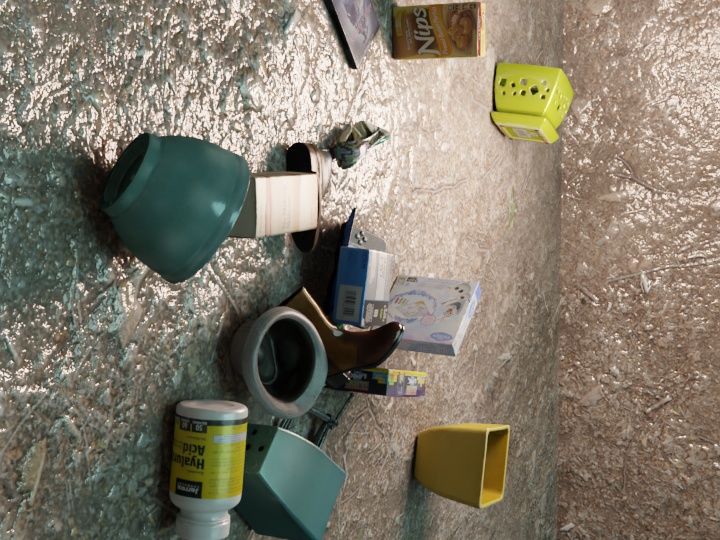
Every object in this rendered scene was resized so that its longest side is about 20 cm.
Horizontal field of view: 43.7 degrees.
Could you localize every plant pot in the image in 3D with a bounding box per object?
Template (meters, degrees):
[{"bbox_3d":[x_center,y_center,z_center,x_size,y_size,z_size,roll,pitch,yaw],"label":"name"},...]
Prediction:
[{"bbox_3d":[-0.261,-0.102,1.202,0.134,0.200,0.201,33,62,-31],"label":"plant pot"},{"bbox_3d":[0.501,-0.488,2.660,0.200,0.199,0.182,24,80,-63],"label":"plant pot"},{"bbox_3d":[-0.147,0.353,1.544,0.200,0.141,0.141,57,44,-40],"label":"plant pot"},{"bbox_3d":[0.249,0.481,2.284,0.195,0.200,0.195,14,81,-64],"label":"plant pot"}]

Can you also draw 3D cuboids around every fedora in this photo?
[{"bbox_3d":[-0.151,0.152,1.530,0.200,0.090,0.177,52,55,-41],"label":"fedora"}]

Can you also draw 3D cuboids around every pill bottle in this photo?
[{"bbox_3d":[-0.234,0.304,1.378,0.111,0.111,0.200,4,90,-64],"label":"pill bottle"}]

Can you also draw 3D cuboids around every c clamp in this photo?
[{"bbox_3d":[-0.098,0.294,1.730,0.171,0.027,0.200,-65,150,-5],"label":"c clamp"}]

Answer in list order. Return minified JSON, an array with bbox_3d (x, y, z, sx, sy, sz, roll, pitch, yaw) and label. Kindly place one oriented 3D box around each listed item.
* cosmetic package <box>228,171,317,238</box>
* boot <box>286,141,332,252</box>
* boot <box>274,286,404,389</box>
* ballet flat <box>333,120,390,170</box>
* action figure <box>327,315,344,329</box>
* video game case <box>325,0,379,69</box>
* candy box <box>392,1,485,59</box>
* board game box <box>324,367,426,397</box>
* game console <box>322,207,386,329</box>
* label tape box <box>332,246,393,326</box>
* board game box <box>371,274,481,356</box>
[{"bbox_3d":[-0.156,-0.112,1.498,0.200,0.087,0.104,-18,111,-62],"label":"cosmetic package"},{"bbox_3d":[-0.082,-0.136,1.659,0.097,0.075,0.200,-12,103,-60],"label":"boot"},{"bbox_3d":[-0.046,0.096,1.598,0.200,0.188,0.069,49,24,-24],"label":"boot"},{"bbox_3d":[0.003,-0.268,1.825,0.200,0.072,0.072,-45,133,-54],"label":"ballet flat"},{"bbox_3d":[-0.082,0.184,1.699,0.200,0.118,0.055,-39,159,-36],"label":"action figure"},{"bbox_3d":[-0.018,-0.526,1.792,0.143,0.019,0.200,-67,147,-33],"label":"video game case"},{"bbox_3d":[0.172,-0.523,1.969,0.055,0.200,0.116,-25,116,-62],"label":"candy box"},{"bbox_3d":[0.022,0.222,1.823,0.200,0.165,0.057,17,79,-63],"label":"board game box"},{"bbox_3d":[0.000,0.000,1.784,0.171,0.118,0.200,23,72,-34],"label":"game console"},{"bbox_3d":[0.019,0.033,1.731,0.200,0.066,0.144,8,88,-66],"label":"label tape box"},{"bbox_3d":[0.147,0.098,2.016,0.199,0.200,0.043,-60,145,-40],"label":"board game box"}]
